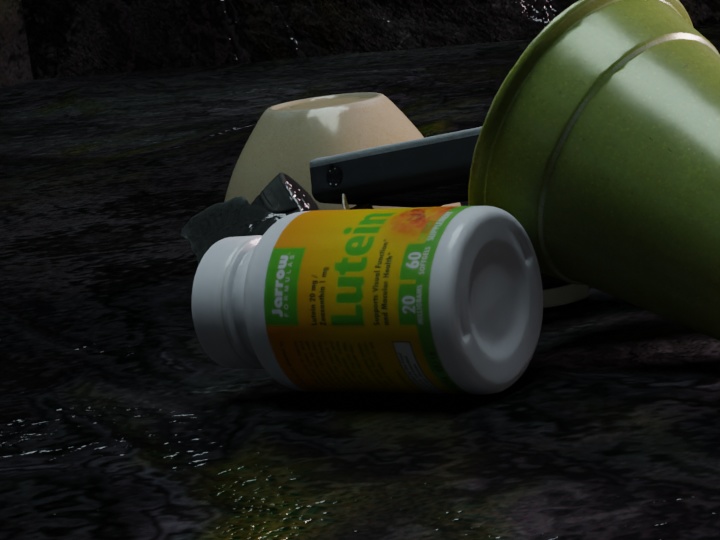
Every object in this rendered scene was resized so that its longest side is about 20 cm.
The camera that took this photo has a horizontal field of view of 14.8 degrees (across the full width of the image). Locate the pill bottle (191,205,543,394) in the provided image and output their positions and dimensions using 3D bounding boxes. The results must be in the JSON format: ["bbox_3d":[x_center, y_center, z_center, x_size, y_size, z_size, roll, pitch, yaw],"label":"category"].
[{"bbox_3d":[0.000,0.019,1.671,0.199,0.112,0.111,-1,11,35],"label":"pill bottle"}]

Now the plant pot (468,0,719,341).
[{"bbox_3d":[0.199,-0.045,1.659,0.200,0.201,0.190,-15,38,-40],"label":"plant pot"}]

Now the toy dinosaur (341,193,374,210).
[{"bbox_3d":[0.000,0.000,1.807,0.058,0.102,0.200,-11,6,-1],"label":"toy dinosaur"}]

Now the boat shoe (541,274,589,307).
[{"bbox_3d":[0.090,-0.013,1.953,0.075,0.061,0.200,-15,12,-38],"label":"boat shoe"}]

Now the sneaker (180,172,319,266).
[{"bbox_3d":[-0.069,0.001,1.990,0.104,0.060,0.200,-40,35,12],"label":"sneaker"}]

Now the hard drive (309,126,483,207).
[{"bbox_3d":[0.086,-0.072,1.867,0.199,0.033,0.139,-9,-6,37],"label":"hard drive"}]

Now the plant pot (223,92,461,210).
[{"bbox_3d":[-0.020,-0.064,2.129,0.199,0.135,0.200,-8,10,1],"label":"plant pot"}]
